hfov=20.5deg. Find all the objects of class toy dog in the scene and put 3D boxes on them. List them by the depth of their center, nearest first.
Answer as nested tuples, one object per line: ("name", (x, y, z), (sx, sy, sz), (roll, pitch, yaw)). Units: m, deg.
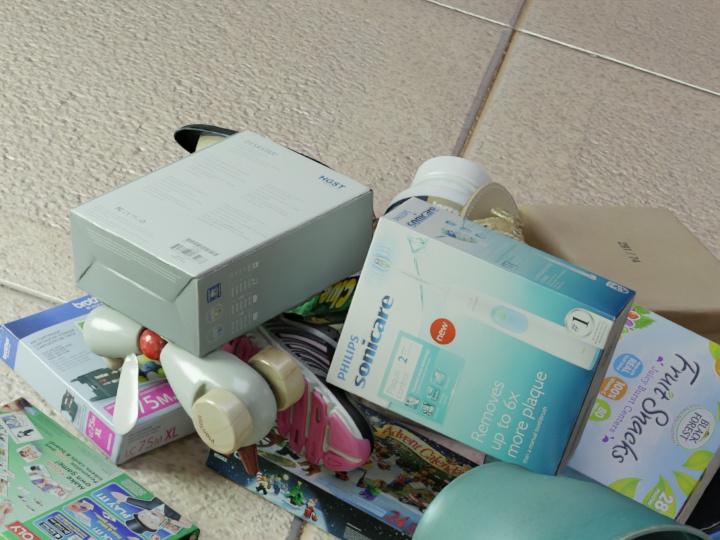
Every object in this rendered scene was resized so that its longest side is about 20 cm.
("toy dog", (-0.132, 0.098, 1.583), (0.131, 0.097, 0.200), (-16, 35, -27))

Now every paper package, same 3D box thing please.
("paper package", (0.263, 0.025, 1.951), (0.190, 0.104, 0.200), (-1, 32, -27))

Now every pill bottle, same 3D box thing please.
("pill bottle", (0.063, -0.007, 1.830), (0.110, 0.111, 0.201), (18, 52, 4))

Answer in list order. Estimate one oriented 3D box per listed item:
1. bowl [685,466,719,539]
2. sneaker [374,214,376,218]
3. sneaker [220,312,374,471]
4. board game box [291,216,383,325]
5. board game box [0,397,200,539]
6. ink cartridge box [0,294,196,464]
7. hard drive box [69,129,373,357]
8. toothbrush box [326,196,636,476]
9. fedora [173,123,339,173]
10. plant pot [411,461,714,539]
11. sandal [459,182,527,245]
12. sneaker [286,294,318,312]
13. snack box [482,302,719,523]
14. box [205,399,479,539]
("bowl", (0.246, 0.168, 1.699), (0.199, 0.040, 0.201), (5, 45, -5))
("sneaker", (-0.042, -0.033, 1.924), (0.115, 0.079, 0.200), (-9, 36, -40))
("sneaker", (-0.037, 0.089, 1.632), (0.087, 0.074, 0.200), (-14, 36, -33))
("board game box", (0.000, 0.000, 1.758), (0.023, 0.105, 0.200), (33, -15, -17))
("board game box", (-0.239, 0.176, 1.506), (0.200, 0.029, 0.134), (32, 33, 27))
("ink cartridge box", (-0.217, 0.077, 1.673), (0.119, 0.042, 0.200), (-20, 43, -41))
("hard drive box", (-0.111, -0.027, 1.622), (0.155, 0.077, 0.200), (27, 41, 36))
("toothbrush box", (0.093, 0.051, 1.553), (0.199, 0.147, 0.085), (25, 20, 13))
("fedora", (-0.098, -0.062, 1.842), (0.200, 0.092, 0.201), (21, -9, 3))
("plant pot", (0.137, 0.237, 1.441), (0.199, 0.201, 0.188), (-5, 21, -33))
("sandal", (0.119, -0.004, 1.746), (0.078, 0.069, 0.212), (45, 49, -19))
("sneaker", (-0.086, 0.004, 1.715), (0.199, 0.093, 0.071), (-33, 81, -12))
("snack box", (0.222, 0.125, 1.662), (0.168, 0.068, 0.200), (27, 49, 18))
("box", (-0.008, 0.163, 1.637), (0.199, 0.038, 0.137), (26, 30, 17))
